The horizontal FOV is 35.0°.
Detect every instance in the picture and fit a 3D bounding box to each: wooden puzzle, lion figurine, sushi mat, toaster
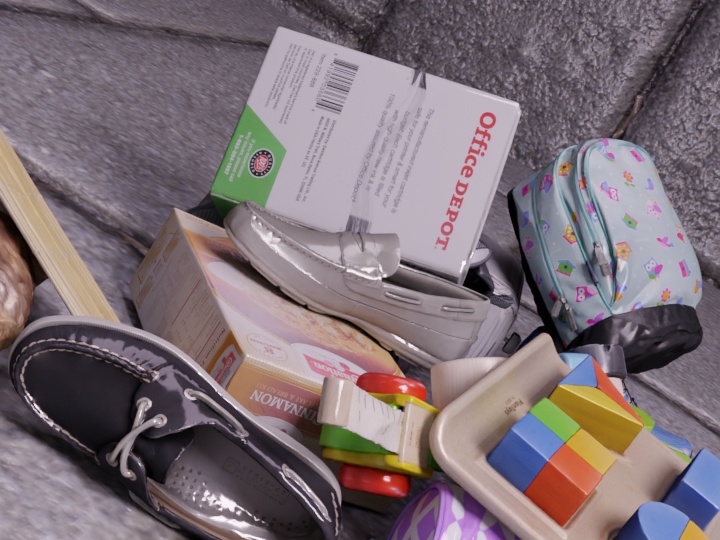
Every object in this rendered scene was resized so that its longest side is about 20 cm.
[{"bbox_3d":[0.152,0.123,0.653,0.200,0.046,0.185,44,29,13],"label":"wooden puzzle"},{"bbox_3d":[-0.223,-0.014,0.684,0.122,0.073,0.200,40,11,0],"label":"lion figurine"},{"bbox_3d":[-0.177,-0.009,0.665,0.201,0.012,0.096,58,-3,1],"label":"sushi mat"},{"bbox_3d":[0.063,0.010,1.073,0.199,0.114,0.129,32,17,-5],"label":"toaster"}]

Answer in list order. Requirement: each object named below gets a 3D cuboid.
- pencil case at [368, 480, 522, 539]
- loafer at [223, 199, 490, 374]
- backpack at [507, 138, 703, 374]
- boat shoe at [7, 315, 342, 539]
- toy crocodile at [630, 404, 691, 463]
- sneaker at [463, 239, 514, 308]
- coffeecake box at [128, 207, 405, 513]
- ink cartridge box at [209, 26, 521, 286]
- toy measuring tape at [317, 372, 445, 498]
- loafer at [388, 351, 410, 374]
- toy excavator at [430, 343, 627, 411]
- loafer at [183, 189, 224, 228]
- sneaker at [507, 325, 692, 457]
[{"bbox_3d":[0.102,0.193,0.635,0.199,0.084,0.086,27,53,-8],"label":"pencil case"},{"bbox_3d":[0.000,0.000,0.780,0.199,0.070,0.070,29,16,-24],"label":"loafer"},{"bbox_3d":[0.218,-0.013,1.014,0.166,0.126,0.202,2,64,-47],"label":"backpack"},{"bbox_3d":[-0.095,0.094,0.591,0.199,0.074,0.060,37,9,-11],"label":"boat shoe"},{"bbox_3d":[0.197,0.141,1.004,0.199,0.068,0.062,29,22,-1],"label":"toy crocodile"},{"bbox_3d":[0.084,-0.025,0.969,0.140,0.078,0.200,42,51,12],"label":"sneaker"},{"bbox_3d":[-0.057,0.056,0.765,0.153,0.073,0.200,25,16,-32],"label":"coffeecake box"},{"bbox_3d":[0.006,-0.078,0.871,0.198,0.147,0.084,20,-15,8],"label":"ink cartridge box"},{"bbox_3d":[-0.002,0.084,0.616,0.073,0.074,0.200,38,1,26],"label":"toy measuring tape"},{"bbox_3d":[-0.020,0.025,0.952,0.200,0.072,0.063,38,13,34],"label":"loafer"},{"bbox_3d":[0.112,0.105,0.825,0.198,0.101,0.194,2,-16,-23],"label":"toy excavator"},{"bbox_3d":[-0.119,-0.023,0.935,0.072,0.063,0.200,37,30,-9],"label":"loafer"},{"bbox_3d":[0.232,0.120,1.073,0.199,0.090,0.079,31,5,-6],"label":"sneaker"}]
